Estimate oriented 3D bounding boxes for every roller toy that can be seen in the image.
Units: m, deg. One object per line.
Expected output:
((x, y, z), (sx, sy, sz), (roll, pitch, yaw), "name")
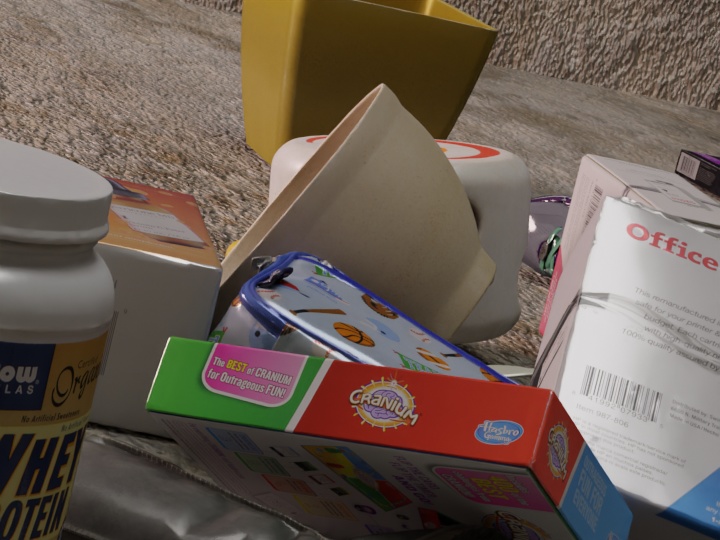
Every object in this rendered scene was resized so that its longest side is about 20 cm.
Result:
((0.024, -0.017, 1.868), (0.182, 0.140, 0.200), (10, 10, 37), "roller toy")

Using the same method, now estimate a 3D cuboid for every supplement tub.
((-0.185, 0.047, 1.132), (0.144, 0.200, 0.144), (13, 11, -3), "supplement tub")

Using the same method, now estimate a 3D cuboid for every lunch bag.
((0.009, 0.064, 1.510), (0.200, 0.076, 0.160), (34, 17, 8), "lunch bag")

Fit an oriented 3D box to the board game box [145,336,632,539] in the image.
((0.016, 0.094, 1.292), (0.200, 0.040, 0.153), (7, -24, 24), "board game box")

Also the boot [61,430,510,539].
((-0.047, 0.131, 1.270), (0.200, 0.073, 0.182), (11, 1, 36), "boot")

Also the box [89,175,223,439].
((-0.173, 0.010, 1.577), (0.152, 0.107, 0.200), (12, 12, -11), "box")

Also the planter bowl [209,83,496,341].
((0.000, 0.000, 1.688), (0.135, 0.200, 0.200), (40, 10, -5), "planter bowl")

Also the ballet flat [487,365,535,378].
((0.120, 0.097, 1.621), (0.200, 0.063, 0.069), (14, 12, -1), "ballet flat")

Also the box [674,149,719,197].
((0.482, -0.093, 3.081), (0.200, 0.036, 0.143), (11, 12, -23), "box")

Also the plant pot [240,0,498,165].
((-0.011, -0.177, 2.516), (0.200, 0.177, 0.200), (10, 11, -19), "plant pot")

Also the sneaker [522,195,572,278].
((0.190, -0.010, 2.219), (0.200, 0.075, 0.087), (21, 18, 30), "sneaker")

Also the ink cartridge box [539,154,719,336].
((0.205, 0.013, 1.924), (0.083, 0.147, 0.200), (11, 12, -14), "ink cartridge box")

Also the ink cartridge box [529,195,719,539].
((0.166, 0.075, 1.430), (0.144, 0.084, 0.200), (22, 48, -3), "ink cartridge box")
